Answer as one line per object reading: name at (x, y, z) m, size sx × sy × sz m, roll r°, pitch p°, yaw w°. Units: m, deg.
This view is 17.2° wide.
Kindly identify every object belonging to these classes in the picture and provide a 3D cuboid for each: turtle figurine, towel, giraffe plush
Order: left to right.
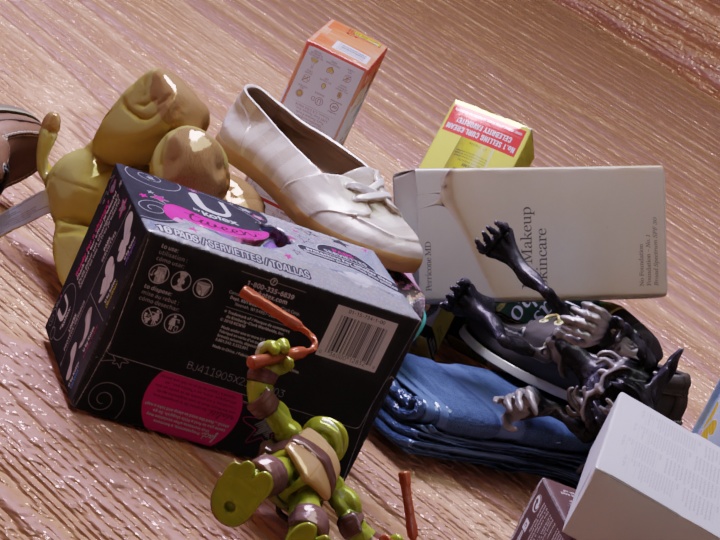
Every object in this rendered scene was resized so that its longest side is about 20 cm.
giraffe plush at (-0.137, -0.029, 1.693) m, size 0.199 × 0.174 × 0.162 m, roll -8°, pitch -23°, yaw 40°
turtle figurine at (-0.042, 0.116, 1.424) m, size 0.201 × 0.064 × 0.161 m, roll 60°, pitch 21°, yaw -8°
towel at (0.080, 0.106, 1.722) m, size 0.199 × 0.049 × 0.112 m, roll 12°, pitch 20°, yaw -39°

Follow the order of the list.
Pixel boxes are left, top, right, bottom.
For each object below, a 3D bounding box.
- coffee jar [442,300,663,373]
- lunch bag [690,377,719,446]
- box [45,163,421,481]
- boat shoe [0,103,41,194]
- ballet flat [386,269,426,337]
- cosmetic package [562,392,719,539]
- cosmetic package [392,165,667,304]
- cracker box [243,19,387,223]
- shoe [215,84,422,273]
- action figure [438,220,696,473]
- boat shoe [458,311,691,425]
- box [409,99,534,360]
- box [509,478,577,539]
coffee jar at (0.140, 0.047, 1.901) m, size 0.199 × 0.105 × 0.085 m, roll 33°, pitch -7°, yaw 28°
lunch bag at (0.350, 0.130, 1.784) m, size 0.168 × 0.201 × 0.127 m, roll 19°, pitch 16°, yaw -24°
box at (-0.084, 0.033, 1.536) m, size 0.199 × 0.133 × 0.115 m, roll 18°, pitch 18°, yaw -26°
boat shoe at (-0.284, -0.069, 1.696) m, size 0.068 × 0.072 × 0.199 m, roll 33°, pitch 28°, yaw 26°
ballet flat at (0.000, 0.000, 1.740) m, size 0.071 × 0.069 × 0.200 m, roll 44°, pitch 6°, yaw -18°
cosmetic package at (0.211, 0.154, 1.492) m, size 0.150 × 0.052 × 0.200 m, roll 27°, pitch 14°, yaw 5°
cosmetic package at (0.128, -0.027, 1.809) m, size 0.198 × 0.105 × 0.073 m, roll -2°, pitch -1°, yaw -14°
cracker box at (-0.049, -0.090, 1.879) m, size 0.057 × 0.201 × 0.134 m, roll 26°, pitch 15°, yaw 1°
shoe at (-0.028, -0.066, 1.709) m, size 0.200 × 0.054 × 0.070 m, roll 37°, pitch 24°, yaw 28°
action figure at (0.142, 0.064, 1.662) m, size 0.200 × 0.119 × 0.102 m, roll 43°, pitch 20°, yaw 20°
boat shoe at (0.160, 0.066, 1.761) m, size 0.200 × 0.061 × 0.071 m, roll 29°, pitch 14°, yaw 36°
box at (0.065, -0.032, 1.880) m, size 0.075 × 0.201 × 0.050 m, roll 23°, pitch -21°, yaw 16°
box at (0.160, 0.212, 1.447) m, size 0.099 × 0.075 × 0.200 m, roll 22°, pitch 14°, yaw -16°
